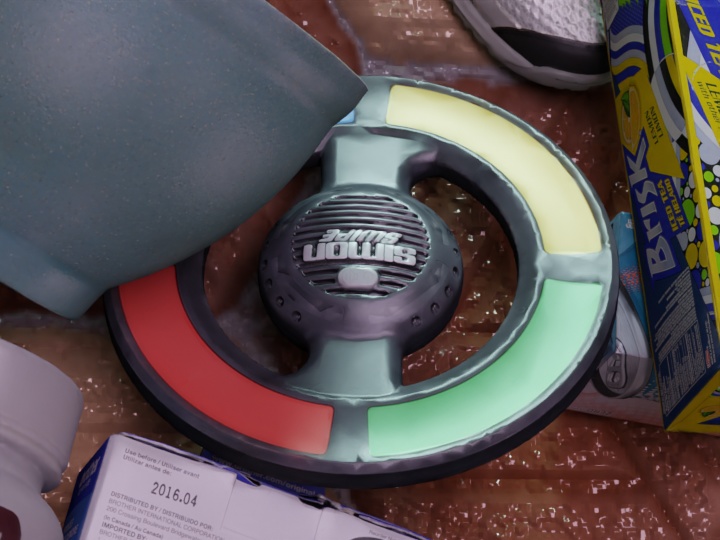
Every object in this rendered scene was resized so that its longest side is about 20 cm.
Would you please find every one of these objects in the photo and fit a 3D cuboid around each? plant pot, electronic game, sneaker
[{"bbox_3d":[-0.115,-0.067,1.015,0.200,0.200,0.135,34,90,-5],"label":"plant pot"},{"bbox_3d":[0.000,0.000,1.070,0.198,0.042,0.201,0,50,0],"label":"electronic game"},{"bbox_3d":[0.064,-0.173,1.156,0.075,0.088,0.201,-20,82,-23],"label":"sneaker"}]

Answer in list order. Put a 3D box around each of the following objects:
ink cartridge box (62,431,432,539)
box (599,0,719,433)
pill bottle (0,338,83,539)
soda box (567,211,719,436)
[{"bbox_3d":[-0.054,0.149,1.030,0.136,0.076,0.201,20,71,-11],"label":"ink cartridge box"},{"bbox_3d":[0.145,-0.040,1.084,0.070,0.064,0.201,3,64,-18],"label":"box"},{"bbox_3d":[-0.171,0.124,0.981,0.114,0.114,0.201,20,69,-10],"label":"pill bottle"},{"bbox_3d":[0.184,0.034,1.139,0.199,0.068,0.064,10,65,-14],"label":"soda box"}]
